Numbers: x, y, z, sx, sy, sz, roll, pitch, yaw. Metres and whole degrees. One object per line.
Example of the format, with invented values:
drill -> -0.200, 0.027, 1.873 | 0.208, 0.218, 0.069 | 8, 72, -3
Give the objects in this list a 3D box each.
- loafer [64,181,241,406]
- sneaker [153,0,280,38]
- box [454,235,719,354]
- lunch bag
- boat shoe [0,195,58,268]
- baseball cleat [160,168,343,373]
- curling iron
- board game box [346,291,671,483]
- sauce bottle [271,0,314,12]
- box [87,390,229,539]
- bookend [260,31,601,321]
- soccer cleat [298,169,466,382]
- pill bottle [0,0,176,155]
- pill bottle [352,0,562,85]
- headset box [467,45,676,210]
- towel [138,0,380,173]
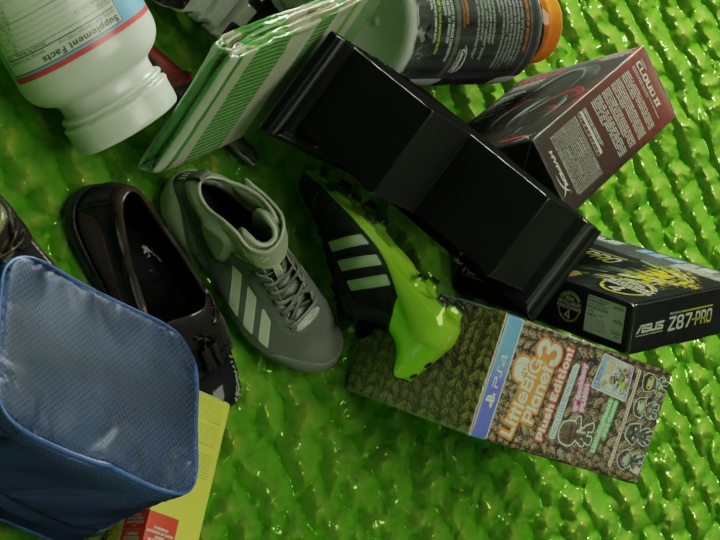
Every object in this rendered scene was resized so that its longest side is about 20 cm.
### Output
loafer -> -0.143, 0.024, 1.321 | 0.072, 0.063, 0.201 | -45, 112, -37
sneaker -> -0.133, -0.232, 1.358 | 0.067, 0.091, 0.200 | -48, 137, 9
box -> 0.205, 0.014, 1.544 | 0.160, 0.199, 0.049 | -5, 108, -41
lunch bag -> -0.218, 0.091, 1.195 | 0.200, 0.132, 0.137 | 31, 43, -37
boat shoe -> -0.261, -0.023, 1.221 | 0.200, 0.065, 0.072 | 48, 54, -27
baseball cleat -> -0.071, 0.006, 1.360 | 0.200, 0.106, 0.070 | 46, 68, -21
curling iron -> -0.138, -0.154, 1.379 | 0.200, 0.025, 0.050 | 50, 57, -24
board game box -> 0.121, 0.089, 1.470 | 0.199, 0.159, 0.098 | 19, 88, -38
sauce bottle -> -0.001, -0.257, 1.410 | 0.200, 0.066, 0.066 | -44, 111, -39
box -> -0.152, 0.183, 1.280 | 0.050, 0.075, 0.201 | 28, 67, -35
bookend -> 0.058, -0.067, 1.378 | 0.092, 0.200, 0.199 | -52, 158, 8
soccer cleat -> 0.000, 0.000, 1.412 | 0.200, 0.081, 0.067 | 51, 15, 31
pill bottle -> -0.211, -0.186, 1.264 | 0.109, 0.108, 0.201 | -43, 112, -38
pill bottle -> 0.081, -0.209, 1.532 | 0.199, 0.106, 0.107 | -6, 87, -42
headset box -> 0.164, -0.114, 1.563 | 0.200, 0.148, 0.075 | -40, 109, -37
towel -> -0.069, -0.147, 1.341 | 0.023, 0.153, 0.200 | 47, 43, 9
